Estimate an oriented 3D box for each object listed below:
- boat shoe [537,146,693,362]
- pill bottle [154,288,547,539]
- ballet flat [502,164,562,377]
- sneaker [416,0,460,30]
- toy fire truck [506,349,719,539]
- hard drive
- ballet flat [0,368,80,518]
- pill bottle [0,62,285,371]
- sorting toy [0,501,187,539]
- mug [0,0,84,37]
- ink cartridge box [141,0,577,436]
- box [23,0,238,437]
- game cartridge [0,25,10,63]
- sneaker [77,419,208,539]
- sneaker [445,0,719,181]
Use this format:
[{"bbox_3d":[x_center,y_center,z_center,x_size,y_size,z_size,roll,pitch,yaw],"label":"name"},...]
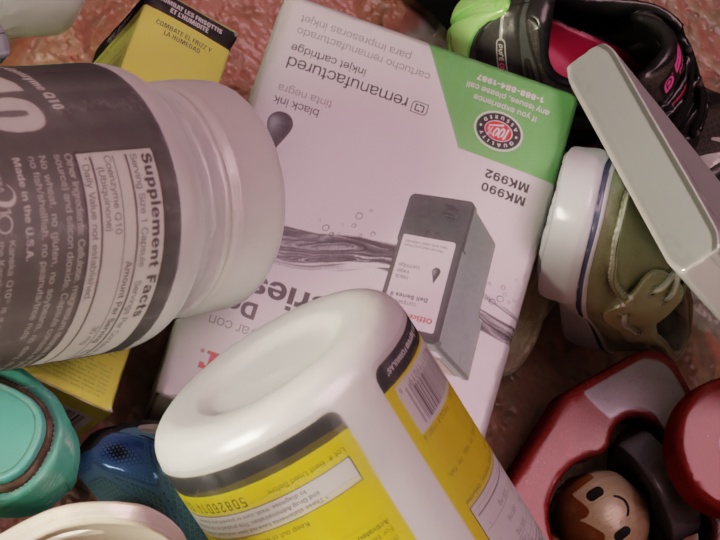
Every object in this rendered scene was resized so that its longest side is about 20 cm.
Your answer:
[{"bbox_3d":[0.125,-0.005,0.977,0.062,0.200,0.072,13,78,15],"label":"boat shoe"},{"bbox_3d":[0.014,0.116,0.813,0.112,0.112,0.200,-43,109,-36],"label":"pill bottle"},{"bbox_3d":[0.088,-0.032,1.055,0.062,0.067,0.200,53,52,-36],"label":"ballet flat"},{"bbox_3d":[0.040,-0.206,1.087,0.201,0.067,0.108,42,54,-13],"label":"sneaker"},{"bbox_3d":[0.140,0.149,0.980,0.167,0.112,0.201,-28,84,-17],"label":"toy fire truck"},{"bbox_3d":[0.170,-0.005,0.956,0.200,0.026,0.132,42,19,-47],"label":"hard drive"},{"bbox_3d":[-0.195,0.046,0.829,0.199,0.070,0.068,26,73,21],"label":"ballet flat"},{"bbox_3d":[-0.131,-0.020,0.776,0.199,0.113,0.114,-9,74,-46],"label":"pill bottle"},{"bbox_3d":[-0.131,0.135,0.744,0.199,0.180,0.107,-26,73,-17],"label":"sorting toy"},{"bbox_3d":[-0.225,-0.185,0.887,0.175,0.148,0.200,-6,43,-25],"label":"mug"},{"bbox_3d":[0.000,0.000,0.930,0.145,0.084,0.201,18,69,-5],"label":"ink cartridge box"},{"bbox_3d":[-0.114,-0.023,0.913,0.050,0.075,0.201,27,57,-18],"label":"box"},{"bbox_3d":[-0.249,-0.049,0.805,0.199,0.133,0.042,-18,88,-39],"label":"game cartridge"},{"bbox_3d":[-0.055,0.150,0.874,0.090,0.078,0.200,-40,92,-32],"label":"sneaker"},{"bbox_3d":[0.134,-0.081,1.000,0.199,0.084,0.077,20,68,-32],"label":"sneaker"}]
